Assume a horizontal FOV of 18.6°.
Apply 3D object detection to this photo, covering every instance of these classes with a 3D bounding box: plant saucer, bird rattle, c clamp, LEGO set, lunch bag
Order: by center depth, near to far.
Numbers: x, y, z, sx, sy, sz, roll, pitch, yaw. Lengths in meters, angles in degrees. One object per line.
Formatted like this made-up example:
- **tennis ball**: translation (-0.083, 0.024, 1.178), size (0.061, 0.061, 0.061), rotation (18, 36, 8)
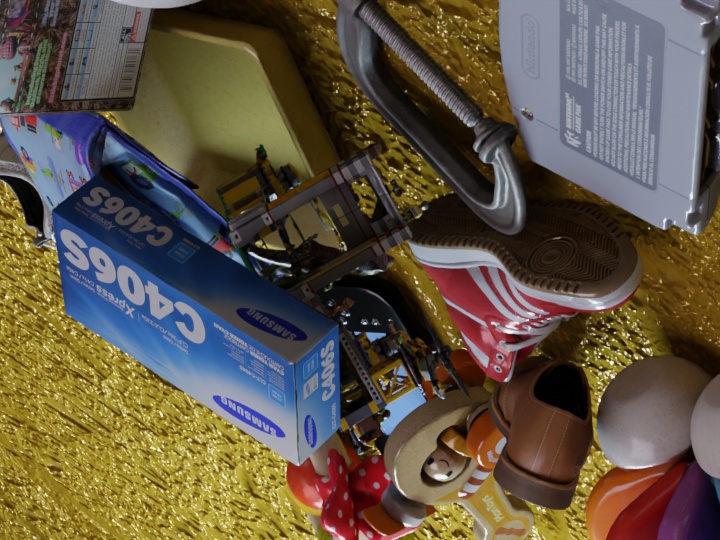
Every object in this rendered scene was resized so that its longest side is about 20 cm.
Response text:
- **c clamp**: translation (0.034, -0.110, 1.303), size (0.200, 0.027, 0.171), rotation (49, 162, 13)
- **LEGO set**: translation (0.000, 0.000, 1.385), size (0.201, 0.115, 0.154), rotation (61, -179, -4)
- **lunch bag**: translation (-0.165, -0.047, 1.468), size (0.200, 0.094, 0.150), rotation (51, 167, -32)
- **plant saucer**: translation (-0.090, -0.104, 1.495), size (0.199, 0.048, 0.201), rotation (18, 145, 42)
- **bird rattle**: translation (-0.025, 0.186, 1.770), size (0.164, 0.112, 0.201), rotation (59, 171, 31)

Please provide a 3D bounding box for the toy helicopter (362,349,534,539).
- **toy helicopter**: translation (0.072, 0.157, 1.583), size (0.079, 0.132, 0.200), rotation (49, 177, 39)

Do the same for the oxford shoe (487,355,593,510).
- **oxford shoe**: translation (0.125, 0.085, 1.407), size (0.071, 0.072, 0.200), rotation (19, -166, -3)

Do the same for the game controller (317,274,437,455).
- **game controller**: translation (0.023, 0.079, 1.621), size (0.104, 0.042, 0.201), rotation (10, 140, 47)

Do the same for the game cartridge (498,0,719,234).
- **game cartridge**: translation (0.136, -0.113, 1.187), size (0.133, 0.041, 0.201), rotation (27, 150, 22)

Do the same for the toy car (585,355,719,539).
- **toy car**: translation (0.219, 0.155, 1.341), size (0.199, 0.150, 0.176), rotation (0, 132, 53)

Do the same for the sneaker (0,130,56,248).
- **sneaker**: translation (-0.225, -0.036, 1.743), size (0.200, 0.082, 0.075), rotation (49, 153, -13)

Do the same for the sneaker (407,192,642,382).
- **sneaker**: translation (0.116, 0.019, 1.369), size (0.199, 0.071, 0.113), rotation (18, 142, 53)

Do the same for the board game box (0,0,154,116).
- **board game box**: translation (-0.218, -0.184, 1.322), size (0.096, 0.199, 0.161), rotation (24, 108, 31)

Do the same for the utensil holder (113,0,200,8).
- **utensil holder**: translation (-0.096, -0.249, 1.152), size (0.170, 0.170, 0.200), rotation (42, 155, 0)

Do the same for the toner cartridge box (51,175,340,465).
- **toner cartridge box**: translation (-0.101, 0.029, 1.344), size (0.199, 0.043, 0.096), rotation (30, 144, 27)
